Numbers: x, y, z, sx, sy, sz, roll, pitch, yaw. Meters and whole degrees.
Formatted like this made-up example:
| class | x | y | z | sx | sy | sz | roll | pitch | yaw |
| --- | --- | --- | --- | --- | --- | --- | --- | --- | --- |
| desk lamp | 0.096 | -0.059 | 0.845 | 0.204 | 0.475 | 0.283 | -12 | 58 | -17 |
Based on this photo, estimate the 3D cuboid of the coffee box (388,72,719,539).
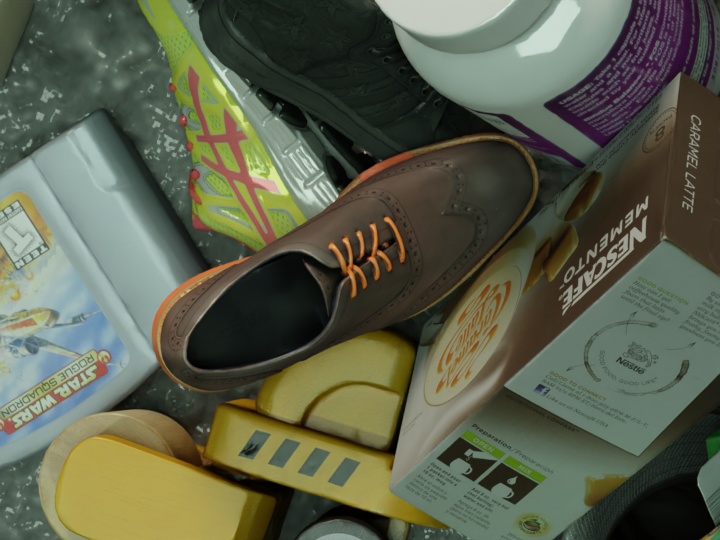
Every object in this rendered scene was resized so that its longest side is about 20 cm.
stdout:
| class | x | y | z | sx | sy | sz | roll | pitch | yaw |
| --- | --- | --- | --- | --- | --- | --- | --- | --- | --- |
| coffee box | 0.105 | 0.025 | 0.959 | 0.079 | 0.115 | 0.200 | 31 | 132 | -16 |

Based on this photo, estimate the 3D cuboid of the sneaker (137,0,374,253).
| class | x | y | z | sx | sy | sz | roll | pitch | yaw |
| --- | --- | --- | --- | --- | --- | --- | --- | --- | --- |
| sneaker | -0.060 | -0.059 | 1.067 | 0.090 | 0.078 | 0.201 | -33 | 90 | 25 |

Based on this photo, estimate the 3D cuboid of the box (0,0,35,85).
| class | x | y | z | sx | sy | sz | roll | pitch | yaw |
| --- | --- | --- | --- | --- | --- | --- | --- | --- | --- |
| box | -0.262 | -0.163 | 1.080 | 0.199 | 0.068 | 0.083 | 25 | 104 | 4 |

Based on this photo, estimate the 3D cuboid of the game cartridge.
| class | x | y | z | sx | sy | sz | roll | pitch | yaw |
| --- | --- | --- | --- | --- | --- | --- | --- | --- | --- |
| game cartridge | -0.177 | 0.024 | 1.122 | 0.199 | 0.042 | 0.134 | -32 | 91 | 14 |

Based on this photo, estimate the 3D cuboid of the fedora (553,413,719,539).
| class | x | y | z | sx | sy | sz | roll | pitch | yaw |
| --- | --- | --- | --- | --- | --- | --- | --- | --- | --- |
| fedora | 0.139 | 0.171 | 1.055 | 0.090 | 0.176 | 0.202 | -7 | 101 | 55 |

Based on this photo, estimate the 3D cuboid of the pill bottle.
| class | x | y | z | sx | sy | sz | roll | pitch | yaw |
| --- | --- | --- | --- | --- | --- | --- | --- | --- | --- |
| pill bottle | 0.080 | -0.115 | 0.948 | 0.111 | 0.200 | 0.113 | -5 | 77 | 25 |

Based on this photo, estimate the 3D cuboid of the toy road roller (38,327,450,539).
| class | x | y | z | sx | sy | sz | roll | pitch | yaw |
| --- | --- | --- | --- | --- | --- | --- | --- | --- | --- |
| toy road roller | -0.045 | 0.087 | 1.075 | 0.198 | 0.123 | 0.147 | 17 | 89 | 5 |

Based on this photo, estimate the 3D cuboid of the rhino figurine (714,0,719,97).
| class | x | y | z | sx | sy | sz | roll | pitch | yaw |
| --- | --- | --- | --- | --- | --- | --- | --- | --- | --- |
| rhino figurine | 0.206 | -0.099 | 1.023 | 0.087 | 0.060 | 0.202 | 7 | 101 | 5 |

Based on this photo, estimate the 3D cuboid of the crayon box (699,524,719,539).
| class | x | y | z | sx | sy | sz | roll | pitch | yaw |
| --- | --- | --- | --- | --- | --- | --- | --- | --- | --- |
| crayon box | 0.141 | 0.202 | 0.942 | 0.200 | 0.058 | 0.119 | -39 | 100 | 14 |

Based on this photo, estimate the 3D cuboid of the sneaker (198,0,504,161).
| class | x | y | z | sx | sy | sz | roll | pitch | yaw |
| --- | --- | --- | --- | --- | --- | --- | --- | --- | --- |
| sneaker | 0.005 | -0.113 | 0.997 | 0.199 | 0.060 | 0.104 | 24 | 144 | -24 |

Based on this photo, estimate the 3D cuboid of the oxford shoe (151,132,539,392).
| class | x | y | z | sx | sy | sz | roll | pitch | yaw |
| --- | --- | --- | --- | --- | --- | --- | --- | --- | --- |
| oxford shoe | 0.000 | 0.000 | 0.993 | 0.199 | 0.073 | 0.072 | -32 | 97 | -7 |

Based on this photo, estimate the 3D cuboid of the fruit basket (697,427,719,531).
| class | x | y | z | sx | sy | sz | roll | pitch | yaw |
| --- | --- | --- | --- | --- | --- | --- | --- | --- | --- |
| fruit basket | 0.243 | 0.140 | 1.025 | 0.093 | 0.185 | 0.201 | -1 | 116 | 52 |
